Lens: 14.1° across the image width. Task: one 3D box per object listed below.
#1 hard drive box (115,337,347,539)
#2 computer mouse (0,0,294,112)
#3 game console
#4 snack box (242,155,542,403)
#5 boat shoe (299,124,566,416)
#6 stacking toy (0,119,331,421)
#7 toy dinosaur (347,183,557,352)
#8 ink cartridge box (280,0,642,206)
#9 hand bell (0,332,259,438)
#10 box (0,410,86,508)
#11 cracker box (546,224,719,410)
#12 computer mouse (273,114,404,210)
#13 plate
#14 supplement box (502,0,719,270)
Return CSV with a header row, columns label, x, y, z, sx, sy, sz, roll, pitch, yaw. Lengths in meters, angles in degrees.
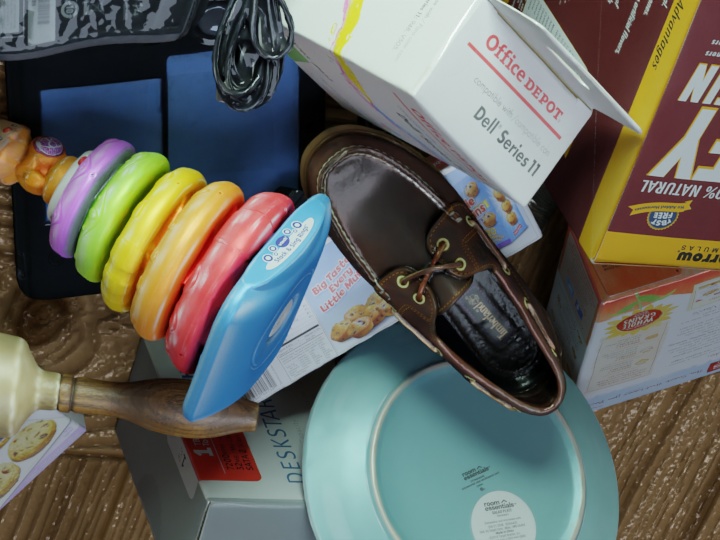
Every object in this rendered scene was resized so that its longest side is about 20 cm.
label,x,y,z,sx,sy,sz,roll,pitch,yaw
hard drive box,-0.026,0.117,1.705,0.199,0.156,0.077,2,125,-24
computer mouse,-0.130,-0.150,1.448,0.199,0.053,0.139,-1,115,-22
game console,-0.106,-0.074,1.606,0.176,0.031,0.201,-10,129,-15
snack box,0.000,0.000,1.624,0.199,0.024,0.072,-30,120,-1
boat shoe,0.046,0.001,1.584,0.070,0.070,0.200,-43,116,8
stacking toy,-0.123,-0.026,1.541,0.199,0.116,0.110,32,136,9
toy dinosaur,0.059,-0.032,1.689,0.199,0.077,0.102,-31,143,-3
ink cartridge box,0.038,-0.105,1.496,0.067,0.200,0.117,-54,134,-5
hand bell,-0.155,0.069,1.609,0.199,0.104,0.105,7,126,-2
box,-0.245,0.137,1.709,0.200,0.039,0.041,-42,128,13
cracker box,0.183,0.013,1.715,0.133,0.058,0.200,-17,159,-9
computer mouse,-0.010,-0.042,1.626,0.059,0.034,0.200,32,110,-35
plate,0.063,0.118,1.645,0.199,0.201,0.026,4,160,-24
supplement box,0.178,-0.135,1.557,0.132,0.200,0.198,4,125,-24
